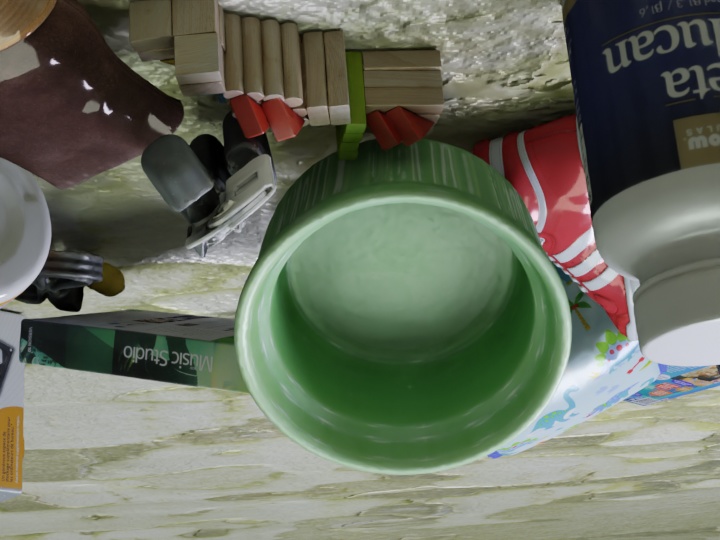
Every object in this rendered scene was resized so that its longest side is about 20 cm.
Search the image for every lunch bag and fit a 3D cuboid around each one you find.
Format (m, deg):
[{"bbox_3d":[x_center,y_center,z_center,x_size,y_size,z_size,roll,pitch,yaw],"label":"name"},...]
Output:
[{"bbox_3d":[0.157,0.075,1.067,0.169,0.128,0.200,-29,149,5],"label":"lunch bag"}]

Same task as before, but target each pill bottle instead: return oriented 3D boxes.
[{"bbox_3d":[0.166,-0.060,0.645,0.110,0.202,0.111,-4,160,-2],"label":"pill bottle"},{"bbox_3d":[-0.289,-0.002,0.835,0.111,0.113,0.199,11,155,-36],"label":"pill bottle"}]

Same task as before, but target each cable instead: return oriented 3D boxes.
[{"bbox_3d":[-0.215,-0.006,0.902,0.096,0.051,0.200,12,168,-6],"label":"cable"}]

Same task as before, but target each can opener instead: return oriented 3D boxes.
[{"bbox_3d":[-0.080,-0.062,0.695,0.053,0.067,0.200,-36,-162,5],"label":"can opener"}]

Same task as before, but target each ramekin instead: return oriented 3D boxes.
[{"bbox_3d":[0.025,0.017,0.795,0.198,0.098,0.202,0,122,1],"label":"ramekin"}]

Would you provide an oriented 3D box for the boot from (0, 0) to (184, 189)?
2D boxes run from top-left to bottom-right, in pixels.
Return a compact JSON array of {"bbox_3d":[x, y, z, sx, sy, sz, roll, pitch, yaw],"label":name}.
[{"bbox_3d":[-0.212,-0.081,0.665,0.199,0.073,0.166,-23,141,23],"label":"boot"}]

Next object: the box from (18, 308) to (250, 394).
[{"bbox_3d":[-0.122,0.056,0.933,0.198,0.037,0.144,4,-177,24],"label":"box"}]

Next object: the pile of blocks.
[{"bbox_3d":[-0.039,-0.092,0.717,0.198,0.063,0.082,9,156,-31],"label":"pile of blocks"}]

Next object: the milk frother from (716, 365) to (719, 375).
[{"bbox_3d":[0.409,0.094,1.086,0.186,0.201,0.182,-2,130,-7],"label":"milk frother"}]

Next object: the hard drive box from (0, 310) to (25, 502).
[{"bbox_3d":[-0.374,0.102,1.035,0.199,0.158,0.076,14,153,-43],"label":"hard drive box"}]

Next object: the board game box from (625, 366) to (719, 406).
[{"bbox_3d":[0.325,0.083,1.293,0.199,0.045,0.151,-21,154,39],"label":"board game box"}]

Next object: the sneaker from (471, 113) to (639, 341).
[{"bbox_3d":[0.134,-0.022,0.878,0.111,0.072,0.201,-10,133,17],"label":"sneaker"}]
